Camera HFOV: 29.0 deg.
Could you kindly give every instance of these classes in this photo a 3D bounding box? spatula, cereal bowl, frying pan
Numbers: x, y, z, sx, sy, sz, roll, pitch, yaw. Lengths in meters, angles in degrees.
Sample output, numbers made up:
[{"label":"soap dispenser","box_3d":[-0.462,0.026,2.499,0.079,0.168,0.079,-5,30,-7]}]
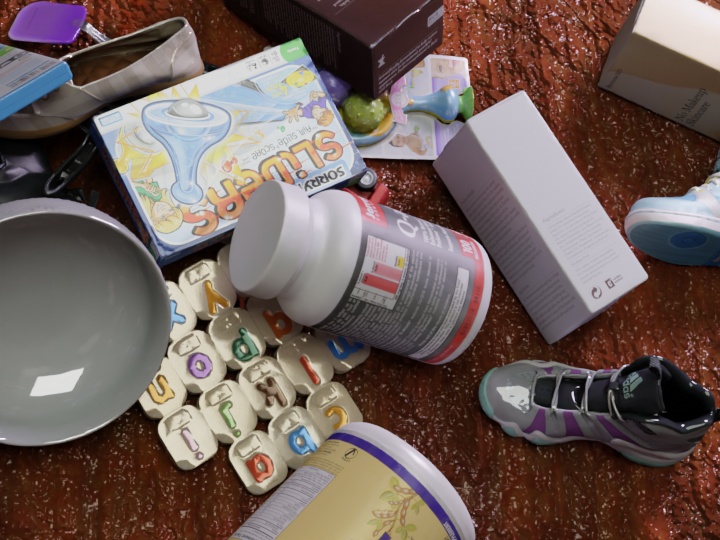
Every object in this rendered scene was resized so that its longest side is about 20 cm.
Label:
[{"label":"spatula","box_3d":[-0.222,-0.208,1.287,0.199,0.021,0.057,17,51,-6]},{"label":"cereal bowl","box_3d":[-0.254,0.032,1.088,0.199,0.201,0.083,-16,28,-18]},{"label":"frying pan","box_3d":[-0.229,-0.136,1.218,0.115,0.031,0.190,44,43,21]}]

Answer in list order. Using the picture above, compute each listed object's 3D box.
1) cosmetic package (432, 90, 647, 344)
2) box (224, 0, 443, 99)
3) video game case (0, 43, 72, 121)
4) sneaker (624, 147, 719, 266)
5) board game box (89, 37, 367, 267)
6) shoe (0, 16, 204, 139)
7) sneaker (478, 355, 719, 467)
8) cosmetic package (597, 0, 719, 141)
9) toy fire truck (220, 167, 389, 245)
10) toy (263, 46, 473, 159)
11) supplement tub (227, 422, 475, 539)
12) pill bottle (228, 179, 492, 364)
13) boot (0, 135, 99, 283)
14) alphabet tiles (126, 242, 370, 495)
[{"label":"cosmetic package","box_3d":[0.157,-0.046,1.241,0.071,0.101,0.200,-29,82,-23]},{"label":"box","box_3d":[-0.028,-0.254,1.291,0.200,0.075,0.100,35,62,27]},{"label":"video game case","box_3d":[-0.344,-0.147,1.160,0.143,0.018,0.200,-37,34,-25]},{"label":"sneaker","box_3d":[0.336,-0.074,1.317,0.199,0.080,0.131,7,66,-19]},{"label":"board game box","box_3d":[-0.112,-0.102,1.188,0.199,0.034,0.136,-25,82,-20]},{"label":"shoe","box_3d":[-0.232,-0.169,1.189,0.199,0.053,0.070,-20,54,-17]},{"label":"sneaker","box_3d":[0.209,0.101,1.173,0.199,0.140,0.078,11,65,-8]},{"label":"cosmetic package","box_3d":[0.345,-0.190,1.356,0.199,0.105,0.071,24,63,1]},{"label":"toy fire truck","box_3d":[-0.089,-0.067,1.232,0.200,0.049,0.141,33,72,-2]},{"label":"toy","box_3d":[0.011,-0.165,1.303,0.199,0.047,0.116,3,65,-11]},{"label":"supplement tub","box_3d":[-0.025,0.230,1.063,0.145,0.145,0.200,42,65,8]},{"label":"pill bottle","box_3d":[0.000,0.000,1.156,0.199,0.116,0.116,19,61,-28]},{"label":"boot","box_3d":[-0.319,-0.040,1.162,0.198,0.073,0.163,-24,70,-27]},{"label":"alphabet tiles","box_3d":[-0.093,0.079,1.177,0.200,0.015,0.196,-31,85,-23]}]
